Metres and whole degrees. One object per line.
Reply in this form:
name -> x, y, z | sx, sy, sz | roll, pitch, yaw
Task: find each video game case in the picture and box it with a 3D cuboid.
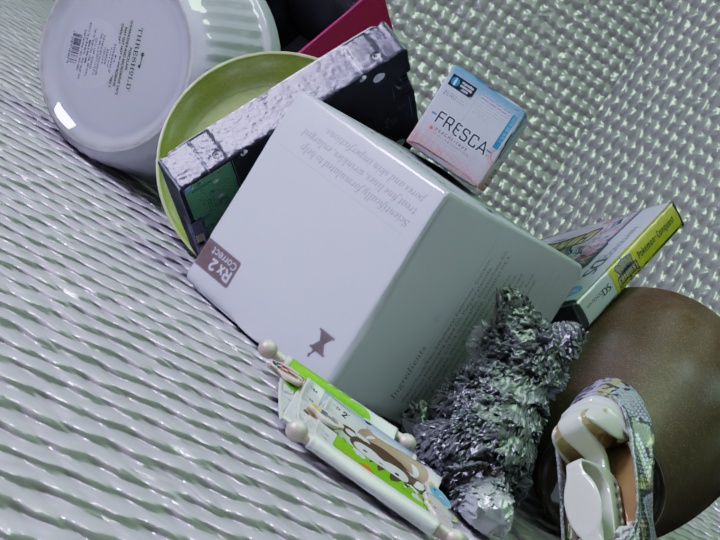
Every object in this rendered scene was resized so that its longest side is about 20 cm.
video game case -> 0.139, 0.015, 1.686 | 0.181, 0.199, 0.026 | -41, 108, -46

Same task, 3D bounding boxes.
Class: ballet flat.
ballet flat -> 0.157, 0.131, 1.372 | 0.072, 0.072, 0.201 | 31, 36, -26

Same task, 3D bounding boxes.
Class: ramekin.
ramekin -> -0.176, -0.173, 1.754 | 0.200, 0.201, 0.105 | 37, 17, 25

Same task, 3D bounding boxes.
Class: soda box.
soda box -> 0.083, -0.104, 1.573 | 0.063, 0.069, 0.200 | 33, 4, 3

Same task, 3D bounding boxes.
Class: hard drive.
hard drive -> -0.050, -0.091, 1.570 | 0.038, 0.200, 0.140 | 52, -10, 25

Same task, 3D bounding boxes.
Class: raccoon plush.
raccoon plush -> 0.110, 0.097, 1.407 | 0.097, 0.134, 0.200 | 31, 7, -23

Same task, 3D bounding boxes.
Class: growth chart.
growth chart -> 0.001, 0.110, 1.306 | 0.144, 0.018, 0.200 | 33, 7, -13

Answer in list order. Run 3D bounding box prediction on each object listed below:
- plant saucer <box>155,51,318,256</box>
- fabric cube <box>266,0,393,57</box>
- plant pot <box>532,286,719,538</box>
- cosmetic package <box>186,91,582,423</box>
plant saucer -> -0.064, -0.076, 1.666 | 0.200, 0.200, 0.031 | 34, -20, 3
fabric cube -> -0.090, -0.203, 2.087 | 0.200, 0.196, 0.200 | 37, -22, 35
plant pot -> 0.195, 0.127, 1.557 | 0.187, 0.187, 0.200 | 34, 21, 6
cosmetic package -> 0.019, 0.003, 1.520 | 0.165, 0.165, 0.200 | 36, 7, 36
